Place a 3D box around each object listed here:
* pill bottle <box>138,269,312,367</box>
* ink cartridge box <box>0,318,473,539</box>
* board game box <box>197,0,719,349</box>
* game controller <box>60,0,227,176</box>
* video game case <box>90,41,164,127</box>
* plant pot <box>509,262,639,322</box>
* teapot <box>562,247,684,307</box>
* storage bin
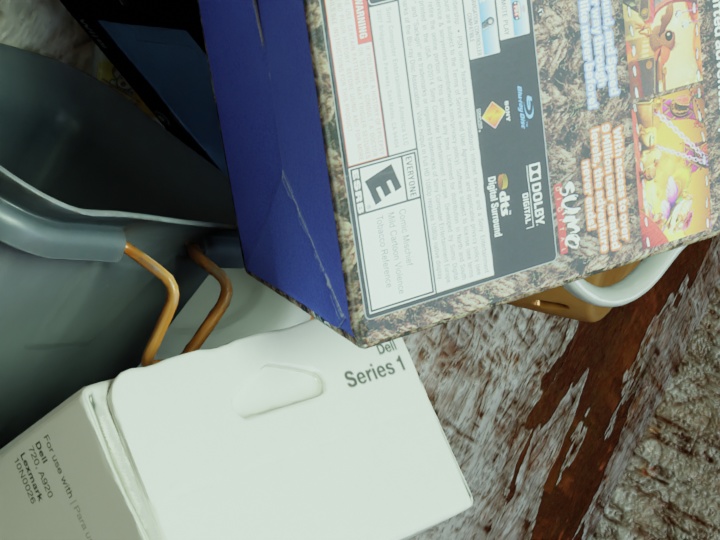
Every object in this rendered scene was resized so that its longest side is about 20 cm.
[{"bbox_3d":[-0.081,0.069,0.849,0.113,0.113,0.201,-50,157,-37],"label":"pill bottle"},{"bbox_3d":[-0.080,0.099,0.636,0.144,0.084,0.200,-15,165,-47],"label":"ink cartridge box"},{"bbox_3d":[0.055,-0.087,0.587,0.199,0.097,0.160,-16,111,-22],"label":"board game box"},{"bbox_3d":[-0.048,-0.060,0.671,0.200,0.104,0.042,52,58,-34],"label":"game controller"},{"bbox_3d":[-0.004,-0.138,0.707,0.023,0.199,0.183,-110,-154,-51],"label":"video game case"},{"bbox_3d":[0.132,-0.054,1.230,0.200,0.139,0.201,-54,160,-29],"label":"plant pot"},{"bbox_3d":[0.158,-0.114,0.945,0.145,0.201,0.198,0,145,-32],"label":"teapot"},{"bbox_3d":[-0.130,0.007,0.616,0.135,0.145,0.200,-57,163,11],"label":"storage bin"}]
